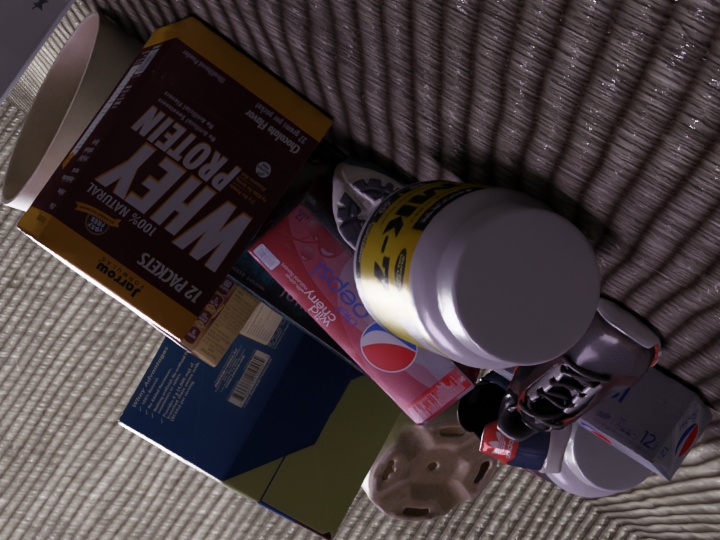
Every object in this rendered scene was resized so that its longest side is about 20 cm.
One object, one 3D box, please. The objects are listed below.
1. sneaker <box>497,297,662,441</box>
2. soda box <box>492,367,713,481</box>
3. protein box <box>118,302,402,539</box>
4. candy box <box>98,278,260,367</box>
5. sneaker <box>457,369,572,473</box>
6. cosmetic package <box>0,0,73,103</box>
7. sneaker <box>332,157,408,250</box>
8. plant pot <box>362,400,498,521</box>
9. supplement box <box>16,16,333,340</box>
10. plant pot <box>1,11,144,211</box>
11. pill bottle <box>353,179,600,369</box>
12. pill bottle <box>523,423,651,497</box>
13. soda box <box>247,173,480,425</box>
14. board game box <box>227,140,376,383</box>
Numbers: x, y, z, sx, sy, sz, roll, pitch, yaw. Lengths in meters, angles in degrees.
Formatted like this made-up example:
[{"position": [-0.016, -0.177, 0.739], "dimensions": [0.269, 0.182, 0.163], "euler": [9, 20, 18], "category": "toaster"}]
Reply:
[{"position": [0.158, 0.086, 1.480], "dimensions": [0.077, 0.082, 0.200], "euler": [35, 154, 0], "category": "sneaker"}, {"position": [0.182, 0.087, 1.609], "dimensions": [0.200, 0.068, 0.063], "euler": [32, 174, 30], "category": "soda box"}, {"position": [-0.078, 0.102, 1.774], "dimensions": [0.135, 0.199, 0.200], "euler": [33, 172, -34], "category": "protein box"}, {"position": [-0.117, -0.034, 1.674], "dimensions": [0.115, 0.200, 0.055], "euler": [32, 176, 25], "category": "candy box"}, {"position": [0.123, 0.107, 1.714], "dimensions": [0.084, 0.075, 0.200], "euler": [8, -162, -9], "category": "sneaker"}, {"position": [-0.315, -0.204, 1.393], "dimensions": [0.199, 0.200, 0.123], "euler": [35, 175, -10], "category": "cosmetic package"}, {"position": [0.057, -0.020, 1.539], "dimensions": [0.200, 0.077, 0.080], "euler": [42, -168, -23], "category": "sneaker"}, {"position": [0.041, 0.136, 1.936], "dimensions": [0.200, 0.200, 0.184], "euler": [39, -165, -40], "category": "plant pot"}, {"position": [-0.149, -0.072, 1.536], "dimensions": [0.133, 0.200, 0.197], "euler": [36, 175, -14], "category": "supplement box"}, {"position": [-0.188, -0.104, 1.773], "dimensions": [0.200, 0.188, 0.187], "euler": [25, 178, -19], "category": "plant pot"}, {"position": [0.073, 0.002, 1.270], "dimensions": [0.114, 0.114, 0.200], "euler": [36, 174, -15], "category": "pill bottle"}, {"position": [0.200, 0.145, 1.802], "dimensions": [0.111, 0.111, 0.200], "euler": [36, 175, -12], "category": "pill bottle"}, {"position": [0.007, 0.024, 1.549], "dimensions": [0.200, 0.063, 0.070], "euler": [47, -157, -9], "category": "soda box"}, {"position": [0.000, 0.000, 1.611], "dimensions": [0.200, 0.135, 0.028], "euler": [35, 172, -11], "category": "board game box"}]
